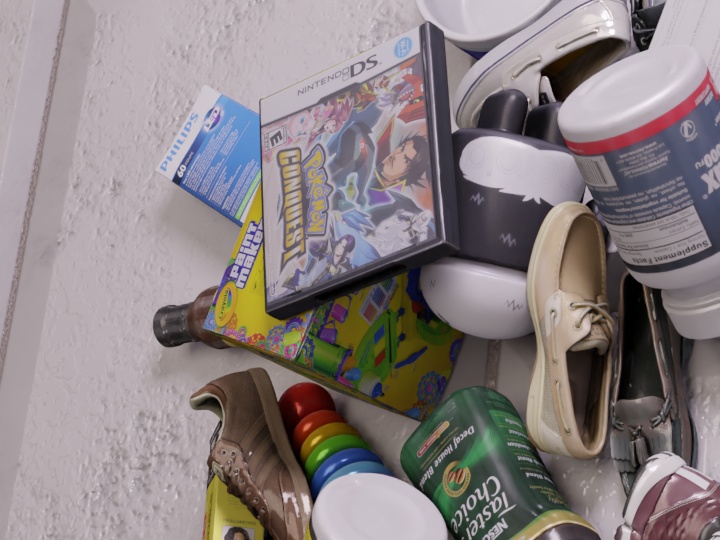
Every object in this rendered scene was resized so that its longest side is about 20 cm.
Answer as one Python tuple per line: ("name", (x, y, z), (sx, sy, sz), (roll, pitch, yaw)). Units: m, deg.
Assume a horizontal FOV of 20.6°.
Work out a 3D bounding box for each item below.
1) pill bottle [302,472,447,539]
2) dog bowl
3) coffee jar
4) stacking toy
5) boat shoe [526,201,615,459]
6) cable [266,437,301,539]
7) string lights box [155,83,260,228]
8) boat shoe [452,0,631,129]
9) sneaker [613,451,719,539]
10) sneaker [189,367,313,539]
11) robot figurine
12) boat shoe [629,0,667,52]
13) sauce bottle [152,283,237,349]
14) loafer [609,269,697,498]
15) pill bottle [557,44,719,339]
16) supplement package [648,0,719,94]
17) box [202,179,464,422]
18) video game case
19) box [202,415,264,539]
("pill bottle", (-0.008, 0.271, 1.594), (0.112, 0.110, 0.201), (54, 136, 42))
("dog bowl", (0.146, -0.282, 1.774), (0.199, 0.079, 0.202), (-19, 60, 35))
("coffee jar", (0.116, 0.194, 1.577), (0.104, 0.085, 0.200), (-47, 47, 15))
("stacking toy", (-0.019, 0.170, 1.724), (0.086, 0.085, 0.200), (-50, 39, 12))
("boat shoe", (0.174, 0.047, 1.560), (0.065, 0.072, 0.202), (6, 92, 57))
("cable", (-0.061, 0.244, 1.760), (0.097, 0.050, 0.201), (-51, 31, 35))
("string lights box", (-0.106, -0.097, 1.927), (0.200, 0.059, 0.103), (33, 93, 45))
("boat shoe", (0.157, -0.163, 1.705), (0.199, 0.071, 0.070), (-35, 49, 33))
("sneaker", (0.234, 0.245, 1.462), (0.115, 0.076, 0.202), (21, 102, 22))
("sneaker", (-0.091, 0.178, 1.711), (0.075, 0.071, 0.201), (-14, 53, -11))
("robot figurine", (0.118, -0.044, 1.629), (0.149, 0.125, 0.202), (11, 87, 26))
("boat shoe", (0.256, -0.215, 1.653), (0.074, 0.066, 0.201), (-11, 64, 37))
("sauce bottle", (-0.114, 0.040, 1.868), (0.199, 0.065, 0.065), (-9, 65, 37))
("loafer", (0.220, 0.095, 1.546), (0.071, 0.063, 0.202), (-13, 62, 37))
("pill bottle", (0.240, -0.056, 1.493), (0.119, 0.201, 0.120), (-25, 21, 10))
("supplement package", (0.337, -0.162, 1.522), (0.199, 0.117, 0.118), (16, 80, 45))
("box", (0.000, 0.000, 1.694), (0.121, 0.192, 0.202), (15, 81, 43))
("video game case", (-0.005, -0.080, 1.584), (0.180, 0.025, 0.202), (-21, 58, 32))
("box", (-0.114, 0.237, 1.761), (0.075, 0.050, 0.202), (121, 154, -63))
